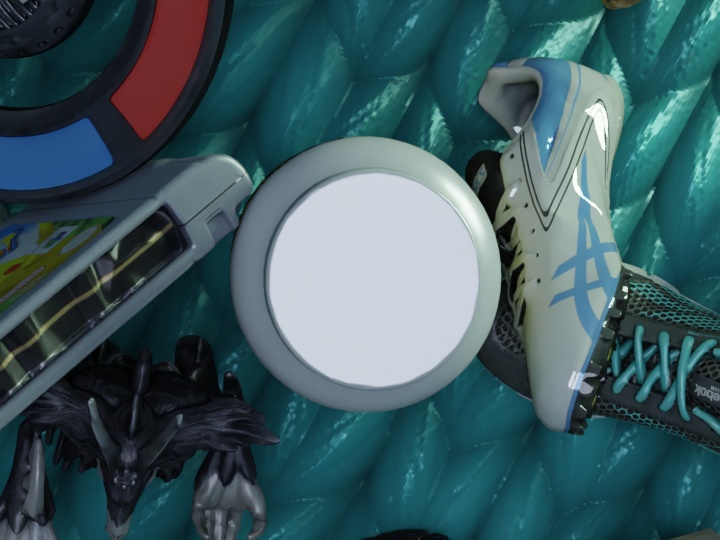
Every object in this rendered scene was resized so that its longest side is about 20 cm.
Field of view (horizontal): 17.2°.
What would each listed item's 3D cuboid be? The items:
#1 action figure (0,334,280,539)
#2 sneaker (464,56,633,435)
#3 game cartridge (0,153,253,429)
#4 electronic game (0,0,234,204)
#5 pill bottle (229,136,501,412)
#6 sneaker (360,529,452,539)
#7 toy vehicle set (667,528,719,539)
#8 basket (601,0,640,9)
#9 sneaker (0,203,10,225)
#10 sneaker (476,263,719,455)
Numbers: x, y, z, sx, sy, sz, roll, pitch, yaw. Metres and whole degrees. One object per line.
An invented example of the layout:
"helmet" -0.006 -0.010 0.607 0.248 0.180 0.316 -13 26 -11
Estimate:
"action figure" -0.094 0.080 1.001 0.118 0.200 0.103 3 94 -3
"sneaker" 0.080 -0.012 1.034 0.072 0.072 0.201 6 49 -4
"game cartridge" -0.147 0.020 0.961 0.200 0.133 0.041 -42 107 -28
"electronic game" -0.144 -0.126 0.967 0.198 0.042 0.202 5 104 19
"pill bottle" 0.000 0.000 1.004 0.111 0.200 0.114 0 92 -3
"sneaker" -0.043 0.185 1.072 0.198 0.077 0.086 -15 97 -2
"toy vehicle set" 0.082 0.202 1.068 0.198 0.027 0.125 -14 107 -14
"basket" 0.122 -0.235 1.031 0.149 0.143 0.200 39 89 -4
"sneaker" -0.236 0.038 1.051 0.073 0.085 0.200 39 91 -6
"sneaker" 0.148 0.044 1.068 0.198 0.091 0.078 14 90 -3
